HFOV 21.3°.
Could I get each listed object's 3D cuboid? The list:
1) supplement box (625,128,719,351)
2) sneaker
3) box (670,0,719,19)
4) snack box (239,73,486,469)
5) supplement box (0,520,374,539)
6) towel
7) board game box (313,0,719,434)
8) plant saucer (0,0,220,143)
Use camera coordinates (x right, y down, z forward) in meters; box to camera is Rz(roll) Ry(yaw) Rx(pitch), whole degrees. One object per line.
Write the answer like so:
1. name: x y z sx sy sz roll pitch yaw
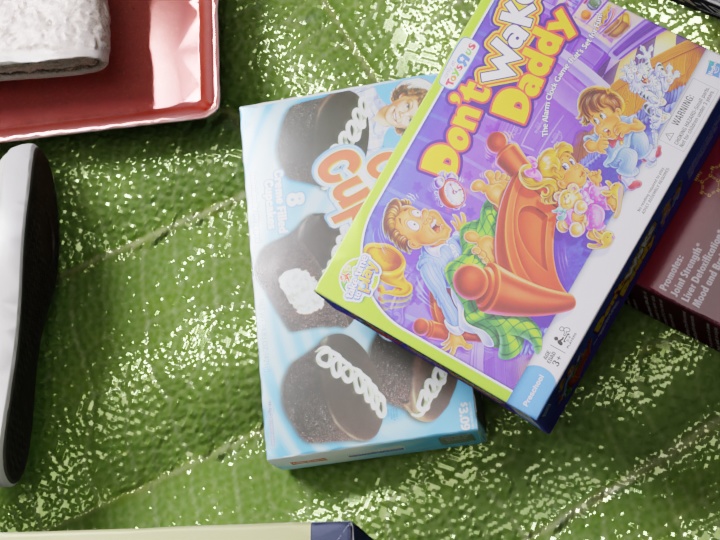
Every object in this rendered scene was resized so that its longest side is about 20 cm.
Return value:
1. supplement box: 0.161 -0.036 0.997 0.199 0.061 0.109 27 82 19
2. sneaker: -0.217 0.019 1.048 0.084 0.073 0.202 1 62 9
3. box: 0.222 -0.227 0.989 0.160 0.043 0.201 30 97 46
4. snack box: 0.000 0.000 1.035 0.115 0.037 0.202 -9 73 10
5. supplement box: -0.084 0.233 0.936 0.198 0.134 0.202 -4 73 12
6. towel: -0.238 -0.172 1.102 0.198 0.034 0.134 -4 74 12
7. board game box: 0.085 -0.040 0.961 0.134 0.045 0.201 28 85 19
8. plant saucer: -0.174 -0.168 1.123 0.198 0.037 0.202 -6 73 12
